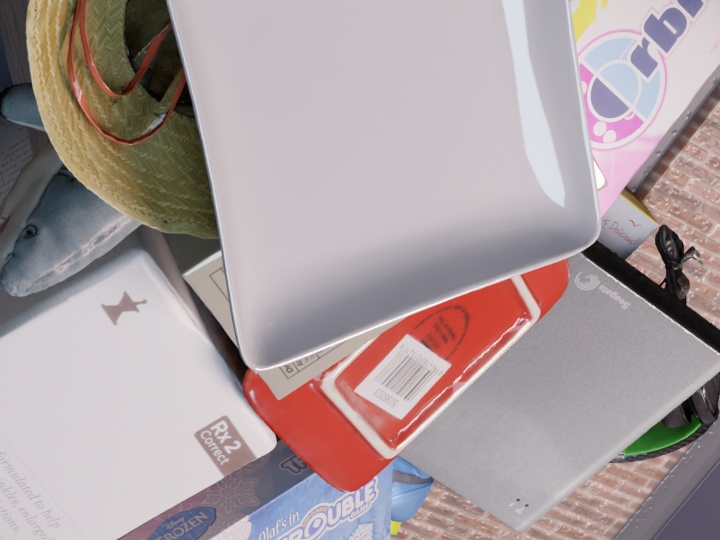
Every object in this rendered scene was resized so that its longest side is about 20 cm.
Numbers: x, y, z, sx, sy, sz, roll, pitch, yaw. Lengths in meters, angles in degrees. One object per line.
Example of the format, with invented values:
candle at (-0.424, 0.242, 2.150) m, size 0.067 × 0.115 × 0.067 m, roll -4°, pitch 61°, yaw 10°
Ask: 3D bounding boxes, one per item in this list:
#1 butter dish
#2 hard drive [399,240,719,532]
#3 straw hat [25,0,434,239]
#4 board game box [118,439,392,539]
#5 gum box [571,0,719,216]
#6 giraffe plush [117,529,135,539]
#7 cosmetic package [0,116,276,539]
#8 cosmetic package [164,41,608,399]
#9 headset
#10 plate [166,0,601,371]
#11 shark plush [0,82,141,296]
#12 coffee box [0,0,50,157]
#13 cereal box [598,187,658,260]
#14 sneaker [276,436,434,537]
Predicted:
butter dish at (0.000, 0.000, 1.189) m, size 0.199 × 0.148 × 0.200 m, roll -44°, pitch 150°, yaw -4°
hard drive at (0.121, 0.073, 1.325) m, size 0.139 × 0.033 × 0.200 m, roll 34°, pitch 120°, yaw -22°
straw hat at (-0.072, -0.113, 0.918) m, size 0.200 × 0.085 × 0.203 m, roll -6°, pitch 102°, yaw -31°
board game box at (-0.063, 0.207, 1.301) m, size 0.199 × 0.043 × 0.200 m, roll -30°, pitch 135°, yaw -34°
gum box at (0.137, -0.126, 1.223) m, size 0.113 × 0.066 × 0.200 m, roll 37°, pitch 91°, yaw -34°
giraffe plush at (-0.175, 0.186, 1.312) m, size 0.161 × 0.173 × 0.202 m, roll -1°, pitch 92°, yaw -11°
cosmetic package at (-0.172, 0.028, 1.173) m, size 0.164 × 0.200 × 0.165 m, roll -29°, pitch 128°, yaw 3°
cosmetic package at (0.010, -0.038, 1.015) m, size 0.199 × 0.073 × 0.104 m, roll -32°, pitch 128°, yaw 3°
headset at (0.190, 0.060, 1.399) m, size 0.122 × 0.095 × 0.201 m, roll 2°, pitch 146°, yaw -8°
plate at (0.010, -0.079, 0.904) m, size 0.199 × 0.032 × 0.201 m, roll -20°, pitch 109°, yaw -28°
shark plush at (-0.080, -0.045, 0.972) m, size 0.198 × 0.083 × 0.091 m, roll -12°, pitch 128°, yaw -9°
coffee box at (-0.082, -0.176, 1.058) m, size 0.196 × 0.200 × 0.201 m, roll -6°, pitch 126°, yaw -14°
cereal box at (0.078, -0.003, 1.337) m, size 0.200 × 0.040 × 0.144 m, roll -46°, pitch 126°, yaw 13°
sneaker at (-0.031, 0.110, 1.371) m, size 0.199 × 0.066 × 0.079 m, roll 27°, pitch 101°, yaw -32°
